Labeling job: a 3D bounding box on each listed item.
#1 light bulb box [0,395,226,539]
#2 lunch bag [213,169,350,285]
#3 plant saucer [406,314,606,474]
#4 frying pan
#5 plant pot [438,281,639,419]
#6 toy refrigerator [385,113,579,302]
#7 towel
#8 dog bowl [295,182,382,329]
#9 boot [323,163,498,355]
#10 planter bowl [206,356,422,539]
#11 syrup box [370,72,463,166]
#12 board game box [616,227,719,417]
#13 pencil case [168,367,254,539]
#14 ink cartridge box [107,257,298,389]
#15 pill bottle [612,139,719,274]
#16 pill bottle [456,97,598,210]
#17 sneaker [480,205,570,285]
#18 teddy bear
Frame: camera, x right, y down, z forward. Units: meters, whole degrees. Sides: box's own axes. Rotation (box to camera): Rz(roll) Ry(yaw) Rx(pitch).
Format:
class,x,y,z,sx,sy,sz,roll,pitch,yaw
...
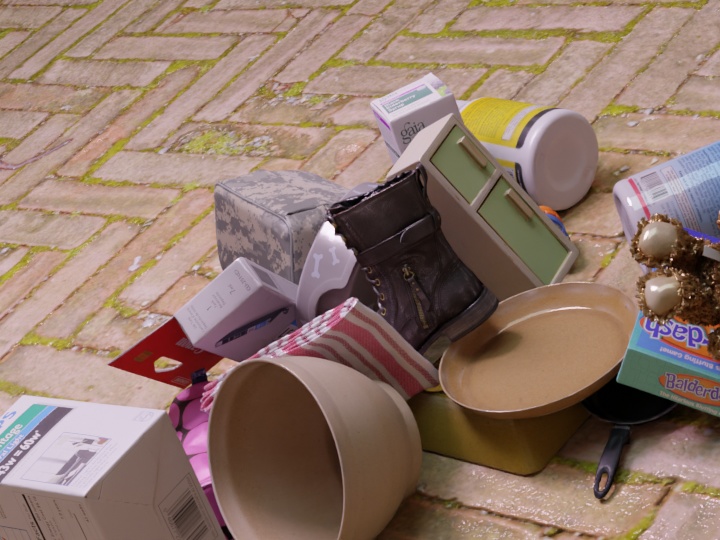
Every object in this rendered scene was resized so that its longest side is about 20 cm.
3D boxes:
class,x,y,z,sx,sy,sz,roll,pitch,yaw
light bulb box,-0.249,0.234,1.649,0.198,0.200,0.125,3,35,38
lunch bag,-0.053,-0.038,2.042,0.166,0.141,0.199,-18,26,-28
plant saucer,0.144,0.103,1.741,0.199,0.049,0.200,9,42,45
frying pan,0.257,0.127,1.630,0.114,0.031,0.191,-15,44,10
plant pot,0.171,0.079,1.681,0.198,0.028,0.201,-18,28,10
toy refrigerator,0.127,-0.056,1.810,0.070,0.200,0.076,-25,23,54
towel,-0.037,0.114,1.709,0.199,0.146,0.030,-31,42,23
dog bowl,0.000,0.000,1.861,0.058,0.201,0.200,24,48,20
boot,0.021,0.007,1.735,0.199,0.175,0.069,-34,14,17
planter bowl,-0.029,0.170,1.633,0.134,0.203,0.199,-9,14,-40
syrup box,0.087,-0.108,1.985,0.078,0.201,0.082,-25,27,-6
board game box,0.327,0.050,1.623,0.151,0.045,0.201,19,40,8
pencil case,-0.145,0.187,1.776,0.093,0.091,0.201,-21,30,3
ink cartridge box,-0.143,0.072,1.832,0.176,0.200,0.045,-39,71,7
pill bottle,0.365,-0.074,1.813,0.198,0.110,0.109,-22,28,2
pill bottle,0.170,-0.140,2.071,0.114,0.115,0.199,-38,31,-25
sneaker,0.139,-0.003,1.904,0.199,0.076,0.078,-30,31,-8
teddy bear,0.321,0.012,1.564,0.198,0.067,0.146,-8,63,-28
